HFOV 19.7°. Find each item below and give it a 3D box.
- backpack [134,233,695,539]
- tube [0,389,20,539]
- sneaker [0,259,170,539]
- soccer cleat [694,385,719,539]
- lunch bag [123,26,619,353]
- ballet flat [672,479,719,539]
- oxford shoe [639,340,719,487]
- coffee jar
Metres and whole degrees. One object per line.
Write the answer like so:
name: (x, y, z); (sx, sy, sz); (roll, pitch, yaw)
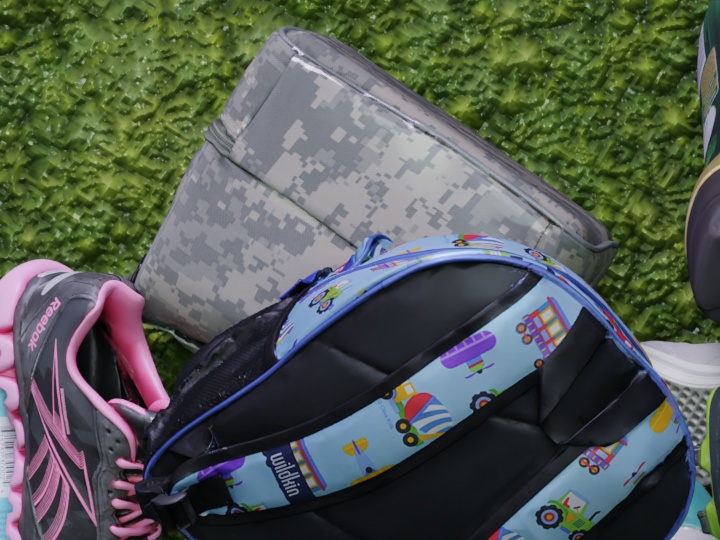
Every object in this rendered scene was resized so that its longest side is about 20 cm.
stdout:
backpack: (0.034, 0.067, 0.858); (0.200, 0.135, 0.183); (-39, 104, 24)
tube: (-0.174, 0.159, 1.027); (0.077, 0.050, 0.202); (-3, 84, -4)
sneaker: (-0.121, 0.092, 0.990); (0.095, 0.079, 0.202); (-7, 97, 45)
soccer cleat: (0.204, 0.141, 0.900); (0.081, 0.067, 0.202); (-19, 88, 26)
lunch bag: (0.000, 0.000, 0.996); (0.199, 0.139, 0.168); (35, 98, 10)
ballet flat: (0.152, 0.177, 0.925); (0.067, 0.070, 0.202); (-12, 79, 2)
oxford shoe: (0.168, 0.064, 0.983); (0.199, 0.058, 0.076); (-5, 107, 44)
coffee jar: (0.207, -0.055, 0.970); (0.103, 0.086, 0.201); (6, 40, 6)
